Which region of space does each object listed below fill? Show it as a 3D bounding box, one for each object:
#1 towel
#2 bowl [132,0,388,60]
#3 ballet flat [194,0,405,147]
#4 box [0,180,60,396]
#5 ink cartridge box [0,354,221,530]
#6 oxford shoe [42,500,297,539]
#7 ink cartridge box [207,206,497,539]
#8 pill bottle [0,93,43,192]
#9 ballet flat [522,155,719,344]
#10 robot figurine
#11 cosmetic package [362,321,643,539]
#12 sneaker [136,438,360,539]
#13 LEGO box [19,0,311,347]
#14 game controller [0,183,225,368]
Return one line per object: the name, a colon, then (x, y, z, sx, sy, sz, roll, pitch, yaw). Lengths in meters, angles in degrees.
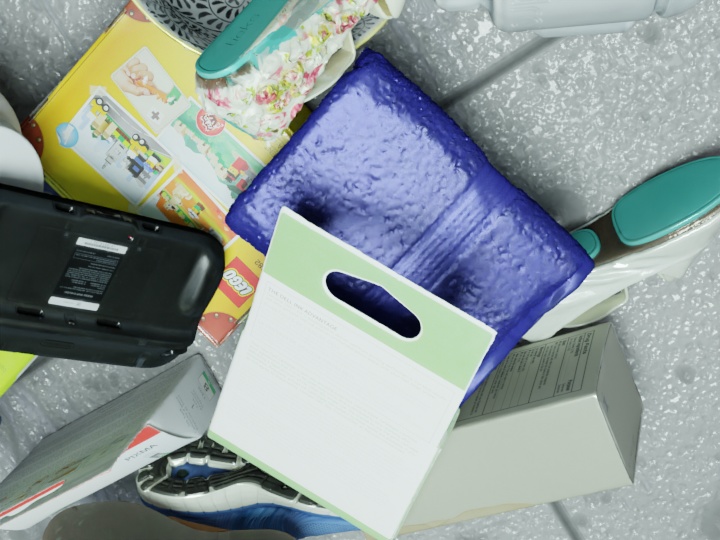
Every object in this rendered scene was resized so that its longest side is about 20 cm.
towel: (0.030, -0.021, 0.716, 0.200, 0.050, 0.148, 42, 103, -12)
bowl: (-0.067, -0.212, 0.701, 0.197, 0.094, 0.205, 1, 85, -16)
ballet flat: (-0.013, -0.152, 0.638, 0.200, 0.075, 0.064, -47, 129, -9)
box: (-0.258, 0.009, 0.781, 0.122, 0.201, 0.047, 46, 138, -12)
ink cartridge box: (-0.191, 0.143, 0.795, 0.159, 0.200, 0.051, -28, 102, 15)
oxford shoe: (-0.130, 0.211, 0.815, 0.196, 0.071, 0.073, 8, 73, 7)
ink cartridge box: (-0.006, 0.062, 0.699, 0.144, 0.048, 0.202, 29, 127, 9)
pill bottle: (-0.284, -0.087, 0.721, 0.199, 0.111, 0.114, 33, 117, 39)
ballet flat: (0.183, -0.010, 0.786, 0.198, 0.070, 0.070, -29, 104, 19)
robot figurine: (0.139, -0.207, 0.688, 0.196, 0.115, 0.170, -5, 150, 6)
cosmetic package: (0.088, 0.113, 0.789, 0.197, 0.104, 0.074, -17, 108, 26)
sneaker: (-0.068, 0.179, 0.872, 0.196, 0.079, 0.090, 1, 127, 4)
LEGO box: (-0.112, -0.075, 0.777, 0.149, 0.077, 0.200, -41, 101, 18)
game controller: (-0.175, 0.007, 0.699, 0.198, 0.042, 0.106, 12, 109, -42)
